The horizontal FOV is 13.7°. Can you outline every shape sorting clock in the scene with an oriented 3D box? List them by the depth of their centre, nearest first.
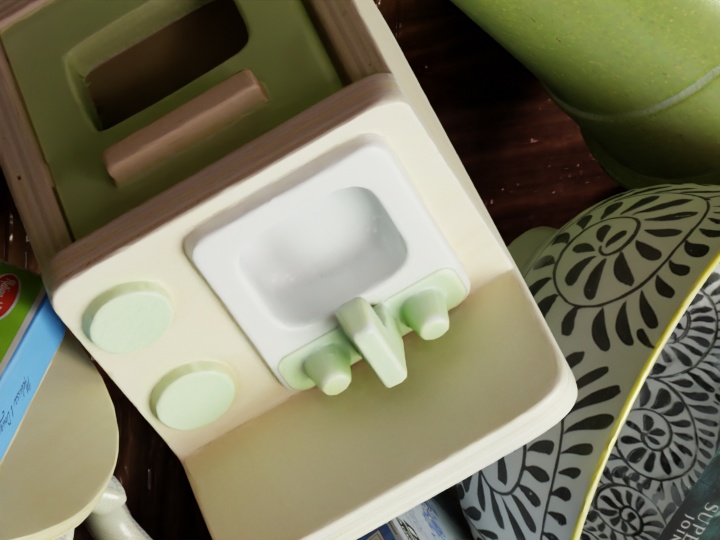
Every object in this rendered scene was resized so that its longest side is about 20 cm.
[{"bbox_3d":[-0.167,0.025,0.897,0.199,0.200,0.039,-5,126,-45],"label":"shape sorting clock"}]

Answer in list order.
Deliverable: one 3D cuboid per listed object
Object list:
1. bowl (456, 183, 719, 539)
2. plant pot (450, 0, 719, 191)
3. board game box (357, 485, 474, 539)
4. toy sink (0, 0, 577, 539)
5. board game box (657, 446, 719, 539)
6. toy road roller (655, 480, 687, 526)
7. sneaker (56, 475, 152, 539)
[{"bbox_3d":[0.090,0.042,1.132,0.201,0.094,0.201,-46,151,-34],"label":"bowl"},{"bbox_3d":[0.087,-0.152,1.130,0.190,0.200,0.201,26,81,-34],"label":"plant pot"},{"bbox_3d":[0.025,0.118,1.115,0.043,0.200,0.199,-38,132,6],"label":"board game box"},{"bbox_3d":[-0.036,-0.022,0.974,0.130,0.200,0.112,-29,138,5],"label":"toy sink"},{"bbox_3d":[0.165,0.105,1.172,0.200,0.028,0.135,-53,145,-23],"label":"board game box"},{"bbox_3d":[0.138,0.068,1.267,0.146,0.123,0.201,-18,113,-41],"label":"toy road roller"},{"bbox_3d":[-0.102,0.141,1.062,0.081,0.088,0.201,-41,127,-31],"label":"sneaker"}]
